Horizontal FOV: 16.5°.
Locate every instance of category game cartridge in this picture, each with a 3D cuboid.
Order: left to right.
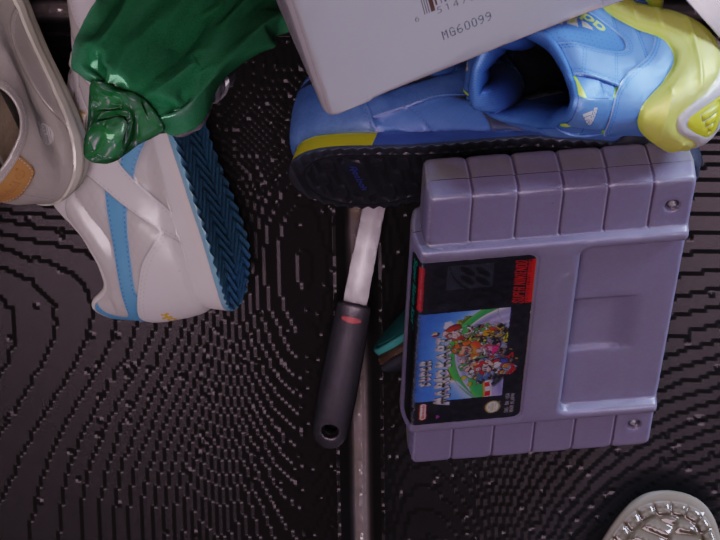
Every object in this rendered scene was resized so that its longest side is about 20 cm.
[{"bbox_3d":[0.085,0.021,1.179,0.128,0.039,0.201,-8,140,-8],"label":"game cartridge"}]

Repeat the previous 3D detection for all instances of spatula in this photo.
[{"bbox_3d":[0.000,0.000,1.262,0.056,0.021,0.202,12,108,1],"label":"spatula"}]

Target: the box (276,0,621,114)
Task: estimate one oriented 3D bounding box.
[{"bbox_3d":[0.015,-0.192,1.082,0.151,0.201,0.107,-21,137,-1],"label":"box"}]

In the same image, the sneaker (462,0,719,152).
[{"bbox_3d":[0.078,-0.118,1.123,0.104,0.200,0.076,-5,120,-31],"label":"sneaker"}]

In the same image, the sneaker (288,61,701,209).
[{"bbox_3d":[0.063,-0.074,1.175,0.198,0.079,0.066,2,148,14],"label":"sneaker"}]

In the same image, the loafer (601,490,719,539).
[{"bbox_3d":[0.137,0.210,1.289,0.075,0.068,0.202,15,92,0],"label":"loafer"}]

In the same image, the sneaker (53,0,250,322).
[{"bbox_3d":[-0.120,-0.069,1.227,0.080,0.077,0.202,-11,101,17],"label":"sneaker"}]

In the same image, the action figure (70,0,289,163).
[{"bbox_3d":[-0.081,-0.115,1.145,0.118,0.200,0.055,32,134,-2],"label":"action figure"}]

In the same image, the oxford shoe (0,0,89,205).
[{"bbox_3d":[-0.199,-0.119,1.201,0.075,0.058,0.201,-36,78,40],"label":"oxford shoe"}]

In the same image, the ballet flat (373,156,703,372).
[{"bbox_3d":[0.094,-0.005,1.227,0.073,0.073,0.200,42,104,-7],"label":"ballet flat"}]

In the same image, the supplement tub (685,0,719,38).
[{"bbox_3d":[0.217,-0.192,1.108,0.200,0.145,0.145,-43,98,10],"label":"supplement tub"}]
